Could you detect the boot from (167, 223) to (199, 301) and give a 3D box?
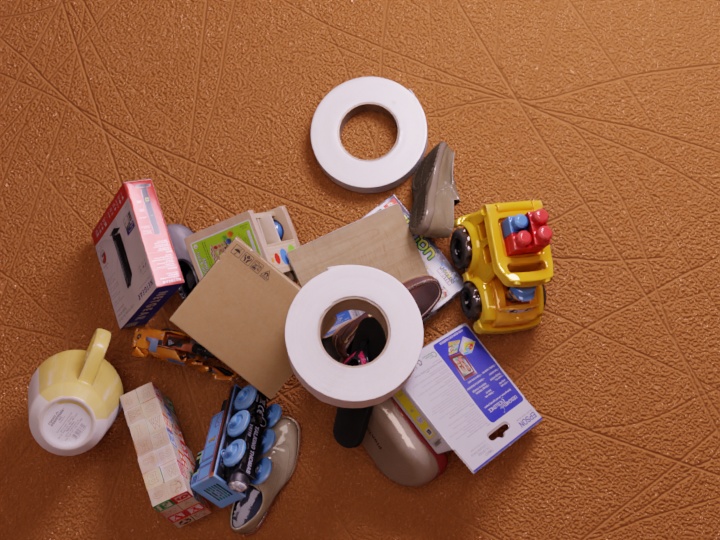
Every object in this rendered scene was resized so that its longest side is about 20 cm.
[{"bbox_3d":[-0.280,-0.003,1.679,0.070,0.132,0.200,-30,77,-2],"label":"boot"}]

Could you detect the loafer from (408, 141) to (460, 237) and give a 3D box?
[{"bbox_3d":[0.126,-0.126,1.690,0.067,0.076,0.200,30,52,-20],"label":"loafer"}]

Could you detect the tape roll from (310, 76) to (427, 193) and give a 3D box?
[{"bbox_3d":[0.015,-0.232,1.756,0.202,0.037,0.204,-1,77,4],"label":"tape roll"}]

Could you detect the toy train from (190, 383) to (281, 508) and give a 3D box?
[{"bbox_3d":[-0.193,0.266,1.604,0.114,0.087,0.200,-29,35,29],"label":"toy train"}]

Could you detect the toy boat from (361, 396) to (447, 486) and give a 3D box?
[{"bbox_3d":[0.071,0.237,1.621,0.131,0.131,0.200,-27,75,-32],"label":"toy boat"}]

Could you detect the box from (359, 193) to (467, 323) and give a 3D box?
[{"bbox_3d":[0.075,-0.016,1.705,0.110,0.035,0.200,-37,78,-4],"label":"box"}]

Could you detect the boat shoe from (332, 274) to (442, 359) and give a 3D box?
[{"bbox_3d":[0.049,0.078,1.622,0.200,0.070,0.071,-36,105,-7],"label":"boat shoe"}]

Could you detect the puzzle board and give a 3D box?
[{"bbox_3d":[0.000,0.000,1.648,0.199,0.017,0.151,-24,99,-9],"label":"puzzle board"}]

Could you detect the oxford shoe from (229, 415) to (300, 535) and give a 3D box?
[{"bbox_3d":[-0.149,0.325,1.627,0.071,0.074,0.201,20,80,8],"label":"oxford shoe"}]

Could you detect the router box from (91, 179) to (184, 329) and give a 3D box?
[{"bbox_3d":[-0.363,-0.023,1.661,0.049,0.200,0.180,-11,74,-34],"label":"router box"}]

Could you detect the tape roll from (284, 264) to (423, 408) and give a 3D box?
[{"bbox_3d":[-0.010,0.096,1.492,0.202,0.071,0.203,0,74,-1],"label":"tape roll"}]

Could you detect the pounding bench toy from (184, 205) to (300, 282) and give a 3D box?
[{"bbox_3d":[-0.162,0.013,1.652,0.124,0.156,0.201,-21,88,21],"label":"pounding bench toy"}]

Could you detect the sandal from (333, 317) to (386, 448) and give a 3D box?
[{"bbox_3d":[-0.004,0.169,1.542,0.075,0.045,0.201,15,91,42],"label":"sandal"}]

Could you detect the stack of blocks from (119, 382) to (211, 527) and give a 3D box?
[{"bbox_3d":[-0.308,0.291,1.625,0.058,0.115,0.200,-25,59,-1],"label":"stack of blocks"}]

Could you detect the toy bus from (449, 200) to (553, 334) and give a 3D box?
[{"bbox_3d":[0.241,-0.014,1.600,0.135,0.192,0.201,-5,78,-19],"label":"toy bus"}]

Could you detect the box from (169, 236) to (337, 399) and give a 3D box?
[{"bbox_3d":[-0.162,0.073,1.553,0.200,0.021,0.164,39,96,-9],"label":"box"}]

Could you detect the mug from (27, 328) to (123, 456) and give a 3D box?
[{"bbox_3d":[-0.447,0.195,1.580,0.149,0.153,0.187,-8,101,-8],"label":"mug"}]

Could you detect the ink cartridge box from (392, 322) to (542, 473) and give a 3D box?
[{"bbox_3d":[0.158,0.199,1.592,0.197,0.047,0.200,-25,74,-44],"label":"ink cartridge box"}]

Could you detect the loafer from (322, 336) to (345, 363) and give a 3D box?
[{"bbox_3d":[-0.041,0.099,1.674,0.072,0.063,0.201,3,78,5],"label":"loafer"}]

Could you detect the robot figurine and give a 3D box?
[{"bbox_3d":[-0.257,0.137,1.649,0.199,0.145,0.058,13,85,16],"label":"robot figurine"}]
